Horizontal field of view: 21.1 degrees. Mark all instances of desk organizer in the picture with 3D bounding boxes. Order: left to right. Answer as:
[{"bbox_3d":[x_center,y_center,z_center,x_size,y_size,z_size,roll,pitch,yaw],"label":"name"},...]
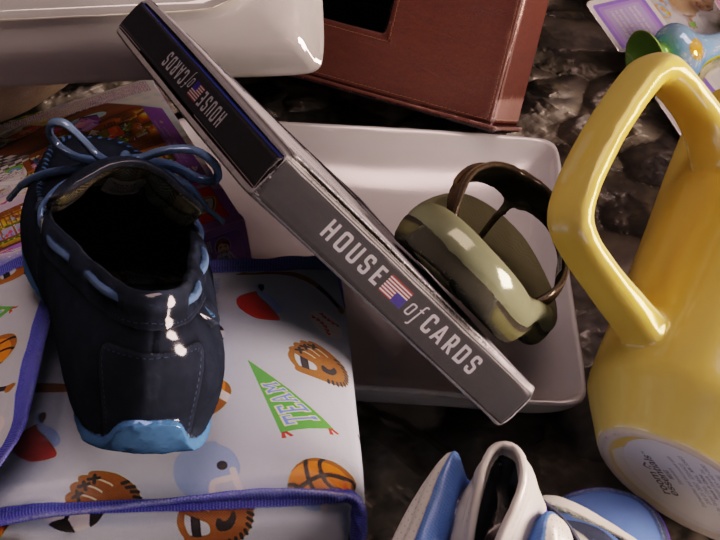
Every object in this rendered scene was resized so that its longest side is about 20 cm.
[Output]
[{"bbox_3d":[-0.006,-0.136,1.021,0.199,0.078,0.072,16,8,14],"label":"desk organizer"}]

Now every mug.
[{"bbox_3d":[0.154,0.018,0.798,0.186,0.150,0.154,32,70,3],"label":"mug"}]

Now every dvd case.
[{"bbox_3d":[-0.019,-0.029,0.782,0.025,0.150,0.200,-45,31,3],"label":"dvd case"}]

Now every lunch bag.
[{"bbox_3d":[-0.100,0.076,0.731,0.198,0.125,0.170,-2,30,-2],"label":"lunch bag"}]

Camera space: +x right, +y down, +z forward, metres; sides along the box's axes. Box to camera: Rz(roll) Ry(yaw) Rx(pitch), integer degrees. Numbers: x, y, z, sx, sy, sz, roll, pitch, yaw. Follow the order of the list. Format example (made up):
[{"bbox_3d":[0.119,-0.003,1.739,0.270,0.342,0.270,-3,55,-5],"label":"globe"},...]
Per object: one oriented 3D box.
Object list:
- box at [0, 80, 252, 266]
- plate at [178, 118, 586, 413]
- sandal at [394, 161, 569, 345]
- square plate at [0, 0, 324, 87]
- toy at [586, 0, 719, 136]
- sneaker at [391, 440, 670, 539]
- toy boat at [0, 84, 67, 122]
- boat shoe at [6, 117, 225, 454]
[{"bbox_3d":[-0.163,-0.012,0.871,0.199,0.039,0.137,-19,39,-14],"label":"box"},{"bbox_3d":[0.000,0.000,0.909,0.198,0.032,0.200,3,40,-2],"label":"plate"},{"bbox_3d":[0.060,-0.012,0.796,0.080,0.057,0.201,39,5,1],"label":"sandal"},{"bbox_3d":[-0.117,-0.184,0.876,0.196,0.028,0.202,-2,77,4],"label":"square plate"},{"bbox_3d":[0.240,-0.143,1.085,0.199,0.047,0.116,-18,59,-22],"label":"toy"},{"bbox_3d":[0.067,0.106,0.691,0.080,0.147,0.200,24,43,23],"label":"sneaker"},{"bbox_3d":[-0.224,-0.132,0.933,0.198,0.132,0.131,-12,12,-2],"label":"toy boat"},{"bbox_3d":[-0.078,-0.011,0.696,0.084,0.069,0.200,-3,28,-21],"label":"boat shoe"}]
